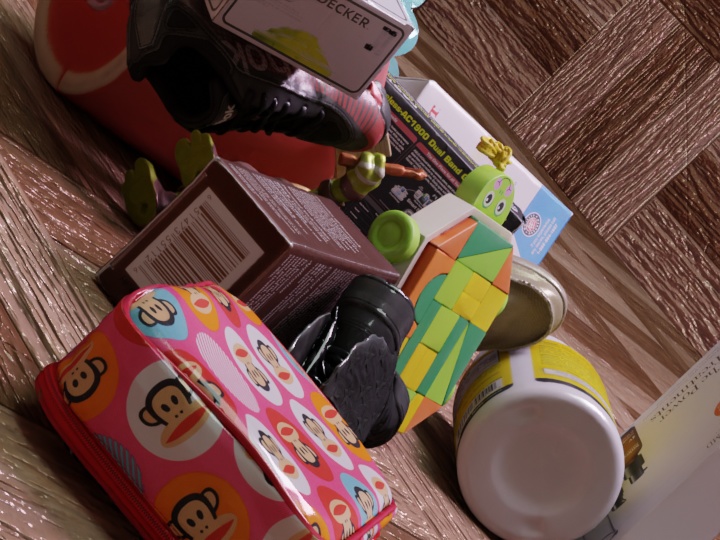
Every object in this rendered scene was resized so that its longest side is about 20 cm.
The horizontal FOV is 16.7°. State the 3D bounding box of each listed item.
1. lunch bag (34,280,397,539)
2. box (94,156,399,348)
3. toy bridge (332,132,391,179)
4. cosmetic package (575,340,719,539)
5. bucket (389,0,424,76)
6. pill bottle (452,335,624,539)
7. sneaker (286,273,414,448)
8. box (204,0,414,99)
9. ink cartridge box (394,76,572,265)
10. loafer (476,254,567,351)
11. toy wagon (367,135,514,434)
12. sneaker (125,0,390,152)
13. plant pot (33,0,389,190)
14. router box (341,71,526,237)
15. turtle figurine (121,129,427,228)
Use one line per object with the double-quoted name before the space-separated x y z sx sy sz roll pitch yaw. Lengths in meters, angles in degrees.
"lunch bag" -0.051 0.091 1.132 0.176 0.082 0.200 48 9 8
"box" -0.060 0.003 1.409 0.075 0.100 0.200 49 9 18
"toy bridge" 0.000 0.000 1.636 0.027 0.067 0.201 -106 -175 -72
"cosmetic package" 0.213 0.149 1.708 0.052 0.200 0.151 43 9 -15
"bucket" -0.061 -0.217 2.049 0.135 0.207 0.207 29 18 -36
"pill bottle" 0.122 0.111 1.727 0.114 0.114 0.200 45 10 -8
"sneaker" -0.014 0.075 1.423 0.060 0.104 0.200 25 -31 11
"box" -0.050 -0.202 1.506 0.116 0.060 0.200 26 26 -33
"ink cartridge box" 0.038 -0.060 1.923 0.200 0.129 0.125 42 -14 -27
"loafer" 0.045 0.027 1.706 0.199 0.076 0.068 6 36 -1
"toy wagon" 0.048 0.009 1.568 0.040 0.200 0.155 31 0 31
"sneaker" -0.067 -0.114 1.517 0.200 0.071 0.098 30 50 -28
"plant pot" -0.108 -0.156 1.644 0.177 0.201 0.201 22 23 -41
"router box" -0.001 -0.057 1.776 0.200 0.150 0.062 46 8 -3
"turtle figurine" -0.070 -0.040 1.547 0.161 0.200 0.065 10 77 -45
